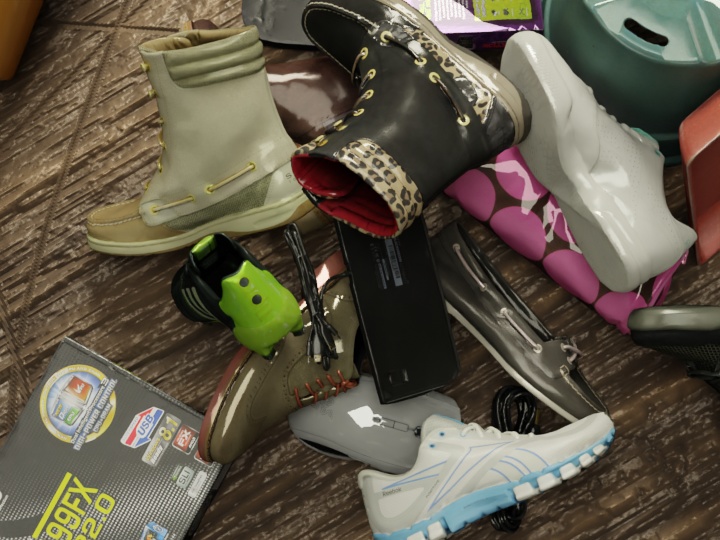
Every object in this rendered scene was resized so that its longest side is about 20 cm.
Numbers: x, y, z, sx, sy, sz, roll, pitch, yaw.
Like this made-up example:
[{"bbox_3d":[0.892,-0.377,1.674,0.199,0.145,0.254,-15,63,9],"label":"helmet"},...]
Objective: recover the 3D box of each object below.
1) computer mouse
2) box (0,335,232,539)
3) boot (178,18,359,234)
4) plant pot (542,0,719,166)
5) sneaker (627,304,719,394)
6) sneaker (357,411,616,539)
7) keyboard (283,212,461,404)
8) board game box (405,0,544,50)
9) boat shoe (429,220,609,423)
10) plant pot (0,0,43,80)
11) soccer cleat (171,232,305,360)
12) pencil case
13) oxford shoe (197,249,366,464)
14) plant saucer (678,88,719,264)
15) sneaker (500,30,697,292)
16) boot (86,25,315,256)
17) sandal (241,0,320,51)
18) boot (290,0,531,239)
[{"bbox_3d":[0.038,0.125,1.221,0.198,0.044,0.111,13,83,5],"label":"computer mouse"},{"bbox_3d":[-0.205,0.177,1.228,0.159,0.044,0.201,29,84,6],"label":"box"},{"bbox_3d":[-0.030,-0.147,1.253,0.166,0.072,0.201,-35,90,1],"label":"boot"},{"bbox_3d":[0.226,-0.196,1.183,0.198,0.196,0.202,-1,81,4],"label":"plant pot"},{"bbox_3d":[0.280,0.083,1.171,0.198,0.076,0.115,12,86,-28],"label":"sneaker"},{"bbox_3d":[0.088,0.137,1.164,0.199,0.075,0.087,-25,80,0],"label":"sneaker"},{"bbox_3d":[0.000,0.000,1.176,0.126,0.021,0.202,-13,87,-31],"label":"keyboard"},{"bbox_3d":[0.077,-0.263,1.256,0.119,0.032,0.202,0,64,-3],"label":"board game box"},{"bbox_3d":[0.121,0.043,1.215,0.200,0.067,0.057,42,101,11],"label":"boat shoe"},{"bbox_3d":[-0.317,-0.250,1.240,0.198,0.200,0.185,13,98,5],"label":"plant pot"},{"bbox_3d":[-0.101,0.005,1.176,0.067,0.200,0.081,-39,113,-13],"label":"soccer cleat"},{"bbox_3d":[0.157,-0.045,1.220,0.200,0.091,0.094,40,83,6],"label":"pencil case"},{"bbox_3d":[-0.042,0.072,1.192,0.074,0.071,0.200,33,72,22],"label":"oxford shoe"},{"bbox_3d":[0.306,-0.113,1.170,0.200,0.200,0.037,-42,65,-3],"label":"plant saucer"},{"bbox_3d":[0.174,-0.089,1.159,0.088,0.075,0.201,-27,89,-19],"label":"sneaker"},{"bbox_3d":[-0.141,-0.097,1.206,0.198,0.072,0.156,-10,112,25],"label":"boot"},{"bbox_3d":[0.003,-0.204,1.275,0.198,0.043,0.077,-2,81,3],"label":"sandal"},{"bbox_3d":[0.005,-0.116,1.145,0.199,0.073,0.151,36,58,18],"label":"boot"}]
